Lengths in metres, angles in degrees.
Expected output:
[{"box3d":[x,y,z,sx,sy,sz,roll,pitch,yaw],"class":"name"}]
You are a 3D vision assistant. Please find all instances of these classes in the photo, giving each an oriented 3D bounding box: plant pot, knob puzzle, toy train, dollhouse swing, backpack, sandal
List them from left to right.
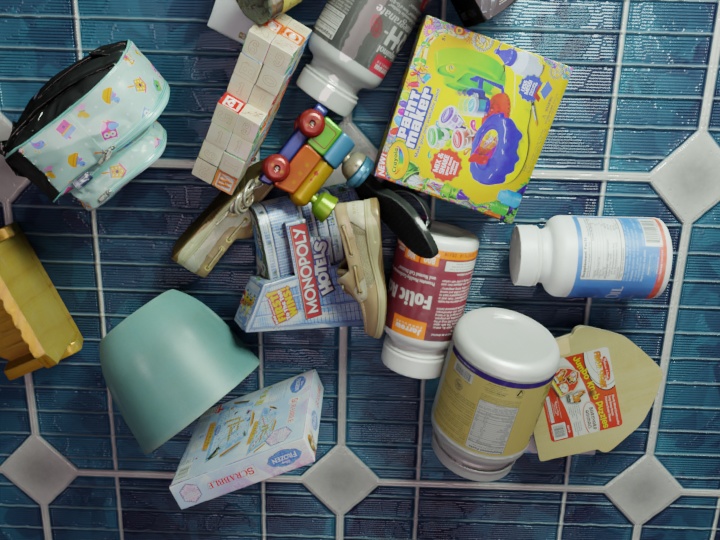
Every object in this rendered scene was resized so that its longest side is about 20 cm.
[{"box3d":[-0.506,0.061,0.969,0.179,0.176,0.202,-22,106,7],"class":"dollhouse swing"},{"box3d":[-0.331,-0.190,0.893,0.200,0.176,0.153,-42,119,11],"class":"backpack"},{"box3d":[-0.265,0.126,0.981,0.200,0.201,0.162,-36,92,11],"class":"plant pot"},{"box3d":[-0.080,-0.103,0.903,0.115,0.085,0.201,38,90,-12],"class":"toy train"},{"box3d":[0.050,-0.087,0.912,0.048,0.201,0.076,-30,133,-11],"class":"sandal"},{"box3d":[0.337,0.170,1.020,0.216,0.030,0.223,0,104,2],"class":"knob puzzle"}]

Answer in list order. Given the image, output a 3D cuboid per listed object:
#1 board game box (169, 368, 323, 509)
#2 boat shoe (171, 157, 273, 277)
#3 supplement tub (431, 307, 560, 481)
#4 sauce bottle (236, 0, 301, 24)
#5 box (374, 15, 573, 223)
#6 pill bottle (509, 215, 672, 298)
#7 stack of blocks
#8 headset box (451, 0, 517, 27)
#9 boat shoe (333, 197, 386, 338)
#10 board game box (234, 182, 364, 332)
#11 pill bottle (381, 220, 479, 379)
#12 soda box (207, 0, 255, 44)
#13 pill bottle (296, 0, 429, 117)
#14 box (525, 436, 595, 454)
[{"box3d":[-0.154,0.234,1.002,0.197,0.200,0.042,-21,107,8],"class":"board game box"},{"box3d":[-0.178,-0.073,0.982,0.200,0.074,0.066,-42,117,12],"class":"boat shoe"},{"box3d":[0.176,0.170,0.954,0.143,0.146,0.203,10,120,-2],"class":"supplement tub"},{"box3d":[-0.066,-0.366,0.835,0.064,0.200,0.065,27,145,21],"class":"sauce bottle"},{"box3d":[0.136,-0.196,0.908,0.190,0.122,0.203,17,106,-3],"class":"box"},{"box3d":[0.310,-0.019,0.963,0.196,0.112,0.114,2,107,2],"class":"pill bottle"},{"box3d":[-0.137,-0.209,0.875,0.058,0.116,0.201,27,129,-7],"class":"stack of blocks"},{"box3d":[0.124,-0.402,0.817,0.092,0.174,0.201,-30,105,9],"class":"headset box"},{"box3d":[0.000,0.000,0.930,0.063,0.072,0.203,-5,116,1],"class":"boat shoe"},{"box3d":[-0.082,0.001,0.961,0.197,0.062,0.203,-16,108,-23],"class":"board game box"},{"box3d":[0.092,0.040,0.983,0.112,0.114,0.203,9,106,-2],"class":"pill bottle"},{"box3d":[-0.122,-0.388,0.881,0.067,0.064,0.202,25,105,2],"class":"soda box"},{"box3d":[0.001,-0.302,0.883,0.110,0.111,0.201,31,105,-8],"class":"pill bottle"},{"box3d":[0.264,0.200,1.067,0.196,0.041,0.159,2,106,1],"class":"box"}]
